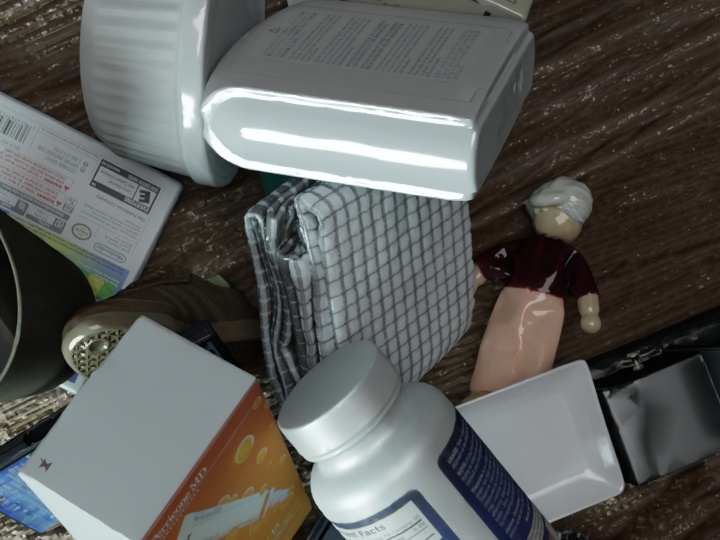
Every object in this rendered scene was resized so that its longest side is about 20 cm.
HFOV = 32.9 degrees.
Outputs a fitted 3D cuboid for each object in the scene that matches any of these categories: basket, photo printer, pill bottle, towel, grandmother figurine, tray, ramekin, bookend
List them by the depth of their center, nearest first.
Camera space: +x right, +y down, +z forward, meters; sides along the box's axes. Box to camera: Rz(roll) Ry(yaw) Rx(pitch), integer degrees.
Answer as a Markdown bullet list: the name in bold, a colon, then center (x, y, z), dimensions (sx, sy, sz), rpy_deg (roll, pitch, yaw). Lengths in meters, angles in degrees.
- **pill bottle**: center (0.037, 0.146, 0.805), dimensions (0.111, 0.111, 0.200), rpy_deg (-42, 108, -8)
- **photo printer**: center (0.002, -0.120, 0.809), dimensions (0.198, 0.167, 0.070), rpy_deg (10, 126, 16)
- **basket**: center (-0.261, 0.023, 0.818), dimensions (0.136, 0.200, 0.181), rpy_deg (-40, 78, -1)
- **towel**: center (0.000, 0.000, 0.875), dimensions (0.165, 0.085, 0.202), rpy_deg (-37, 132, -37)
- **ramekin**: center (-0.134, -0.167, 0.887), dimensions (0.093, 0.202, 0.205), rpy_deg (7, 85, 6)
- **tray**: center (0.089, 0.147, 0.894), dimensions (0.198, 0.022, 0.108), rpy_deg (-20, 95, -9)
- **bookend**: center (0.261, 0.088, 0.903), dimensions (0.198, 0.199, 0.093), rpy_deg (-21, 88, -6)
- **grandmother figurine**: center (0.135, 0.019, 0.963), dimensions (0.120, 0.061, 0.202), rpy_deg (17, 78, 15)

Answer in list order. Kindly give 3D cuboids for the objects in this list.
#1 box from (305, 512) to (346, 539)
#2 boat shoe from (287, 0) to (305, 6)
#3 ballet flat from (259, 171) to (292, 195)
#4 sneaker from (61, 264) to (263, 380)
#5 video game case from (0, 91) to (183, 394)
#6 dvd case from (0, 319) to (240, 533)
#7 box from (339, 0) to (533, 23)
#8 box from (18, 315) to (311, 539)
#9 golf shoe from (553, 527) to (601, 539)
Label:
- **box**: center (0.045, 0.251, 0.912), dimensions (0.199, 0.051, 0.158), rpy_deg (37, 55, -3)
- **boat shoe**: center (0.006, -0.163, 0.962), dimensions (0.072, 0.066, 0.201), rpy_deg (-33, 72, -7)
- **ballet flat**: center (-0.038, -0.039, 0.955), dimensions (0.075, 0.068, 0.202), rpy_deg (-9, 92, -28)
- **sneaker**: center (-0.149, 0.035, 0.880), dimensions (0.070, 0.199, 0.076), rpy_deg (-41, 66, 20)
- **video game case**: center (-0.265, -0.030, 0.944), dimensions (0.199, 0.022, 0.184), rpy_deg (26, 83, -4)
- **dvd case**: center (-0.175, 0.117, 0.881), dimensions (0.199, 0.143, 0.018), rpy_deg (-32, 66, -6)
- **box**: center (0.073, -0.248, 0.918), dimensions (0.127, 0.109, 0.201), rpy_deg (23, 58, -3)
- **box**: center (-0.118, 0.146, 0.804), dimensions (0.097, 0.201, 0.125), rpy_deg (24, 64, 24)
- **golf shoe**: center (0.191, 0.255, 0.909), dimensions (0.199, 0.078, 0.095), rpy_deg (29, 85, -33)
